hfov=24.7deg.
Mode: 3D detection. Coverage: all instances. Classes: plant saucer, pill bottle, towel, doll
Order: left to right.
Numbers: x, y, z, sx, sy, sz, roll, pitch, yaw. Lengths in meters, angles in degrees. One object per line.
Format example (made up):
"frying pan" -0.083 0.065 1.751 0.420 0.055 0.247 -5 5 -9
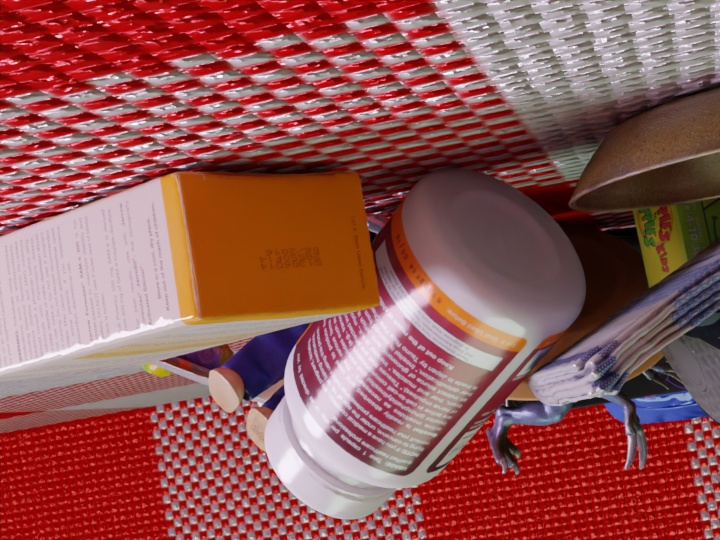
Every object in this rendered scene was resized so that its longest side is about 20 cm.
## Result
"doll" -0.008 0.049 1.174 0.200 0.136 0.049 -38 161 -27
"pill bottle" 0.028 0.048 0.923 0.113 0.113 0.200 -4 142 -44
"plant saucer" 0.115 0.018 1.110 0.199 0.038 0.200 -4 -150 2
"towel" 0.177 0.006 0.840 0.200 0.024 0.147 -35 178 -9
"plant saucer" 0.202 -0.069 0.842 0.199 0.036 0.200 -10 174 -1

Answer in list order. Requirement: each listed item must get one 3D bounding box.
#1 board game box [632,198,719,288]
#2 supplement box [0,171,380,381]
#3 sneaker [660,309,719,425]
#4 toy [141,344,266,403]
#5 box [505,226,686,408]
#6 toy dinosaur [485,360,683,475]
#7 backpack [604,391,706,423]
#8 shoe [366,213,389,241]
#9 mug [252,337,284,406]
"board game box" 0.279 -0.022 1.089 0.199 0.102 0.048 -7 171 -27
"supplement box" -0.106 0.004 0.849 0.199 0.074 0.126 -15 172 42
"sneaker" 0.246 0.016 0.883 0.146 0.077 0.202 -34 179 -11
"toy" -0.160 0.080 1.541 0.115 0.047 0.200 22 170 -24
"box" 0.170 0.037 1.286 0.199 0.123 0.106 -6 -172 -26
"toy dinosaur" 0.161 0.067 1.124 0.181 0.105 0.200 -36 124 25
"backpack" 0.323 0.054 1.651 0.199 0.163 0.168 -11 145 9
"shoe" 0.000 0.000 1.058 0.091 0.072 0.200 19 170 -32
"mug" 0.015 0.084 1.509 0.153 0.150 0.186 -15 -174 -43
